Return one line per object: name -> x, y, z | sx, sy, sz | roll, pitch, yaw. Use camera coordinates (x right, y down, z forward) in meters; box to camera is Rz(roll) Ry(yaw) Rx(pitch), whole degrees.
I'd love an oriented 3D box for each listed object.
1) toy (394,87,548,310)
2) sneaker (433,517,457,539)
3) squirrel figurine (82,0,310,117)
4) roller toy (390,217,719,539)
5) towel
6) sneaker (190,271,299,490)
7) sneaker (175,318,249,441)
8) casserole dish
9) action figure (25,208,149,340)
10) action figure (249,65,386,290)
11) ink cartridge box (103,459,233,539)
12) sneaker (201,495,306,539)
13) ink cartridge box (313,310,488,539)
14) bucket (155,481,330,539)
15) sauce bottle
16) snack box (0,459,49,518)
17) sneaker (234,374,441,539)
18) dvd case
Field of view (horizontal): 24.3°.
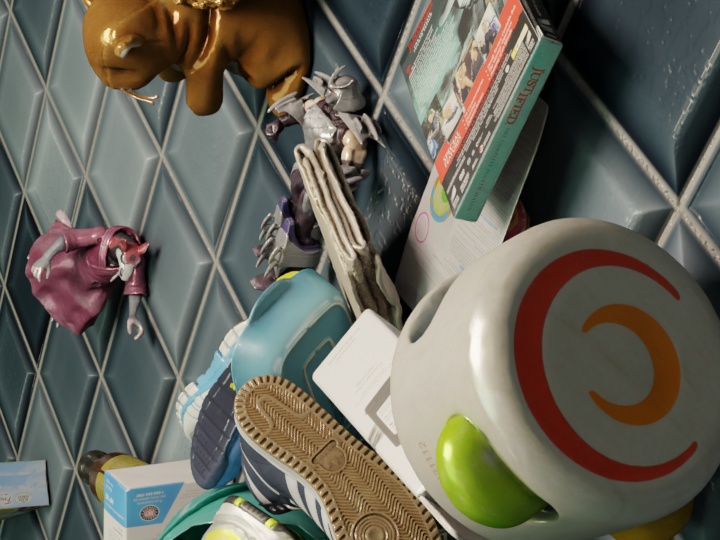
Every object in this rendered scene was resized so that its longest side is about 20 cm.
toy -> 0.090, -0.046, 1.183 | 0.115, 0.047, 0.200 | -127, 46, -54
sneaker -> 0.063, 0.262, 1.246 | 0.086, 0.078, 0.200 | -8, 86, 64
squirrel figurine -> -0.141, -0.228, 1.429 | 0.142, 0.187, 0.200 | 64, 144, 34
roller toy -> 0.120, 0.071, 1.009 | 0.140, 0.200, 0.183 | 146, 126, -58
towel -> 0.000, 0.000, 1.283 | 0.200, 0.034, 0.133 | 72, 176, -55
sneaker -> -0.071, 0.102, 1.394 | 0.200, 0.082, 0.074 | -58, 33, 8
sneaker -> -0.110, 0.125, 1.545 | 0.087, 0.075, 0.200 | 64, 145, 24
casserole dish -> -0.037, 0.091, 1.329 | 0.039, 0.121, 0.200 | 20, 144, 34
action figure -> -0.280, -0.006, 1.841 | 0.200, 0.134, 0.149 | -25, 29, 47
action figure -> -0.040, -0.080, 1.393 | 0.130, 0.069, 0.200 | -117, 39, -52
ink cartridge box -> -0.193, 0.296, 1.667 | 0.067, 0.116, 0.200 | 22, 112, 58
sneaker -> -0.038, 0.245, 1.227 | 0.200, 0.075, 0.076 | 29, 81, 33
ink cartridge box -> 0.065, 0.122, 1.154 | 0.067, 0.116, 0.200 | -50, 40, 3
bucket -> -0.091, 0.276, 1.381 | 0.135, 0.207, 0.207 | -104, 15, -79
sauce bottle -> -0.256, 0.232, 1.829 | 0.200, 0.065, 0.065 | 14, 106, 61
snack box -> -0.520, 0.295, 2.203 | 0.200, 0.169, 0.068 | -23, 70, 60
sneaker -> -0.017, 0.170, 1.228 | 0.200, 0.070, 0.109 | 45, 157, 17
dvd case -> 0.078, -0.149, 1.152 | 0.200, 0.022, 0.146 | -107, 34, -50
